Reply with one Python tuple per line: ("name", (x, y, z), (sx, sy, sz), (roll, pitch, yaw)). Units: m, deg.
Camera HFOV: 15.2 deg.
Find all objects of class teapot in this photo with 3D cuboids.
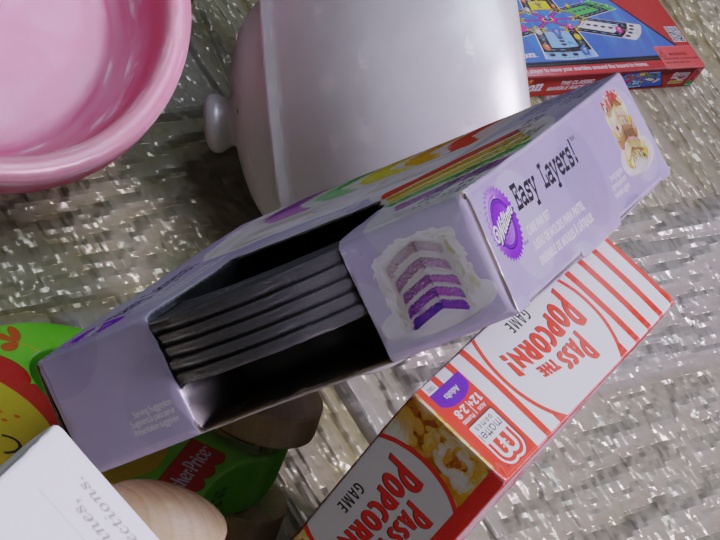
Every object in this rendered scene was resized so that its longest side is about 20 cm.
("teapot", (0.002, -0.070, 1.210), (0.145, 0.199, 0.200), (-7, 9, 1))

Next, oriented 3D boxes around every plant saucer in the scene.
("plant saucer", (-0.173, -0.119, 1.161), (0.199, 0.051, 0.202), (12, 62, -23))

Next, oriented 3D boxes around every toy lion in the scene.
("toy lion", (-0.131, 0.068, 1.016), (0.191, 0.069, 0.200), (24, 23, 8))

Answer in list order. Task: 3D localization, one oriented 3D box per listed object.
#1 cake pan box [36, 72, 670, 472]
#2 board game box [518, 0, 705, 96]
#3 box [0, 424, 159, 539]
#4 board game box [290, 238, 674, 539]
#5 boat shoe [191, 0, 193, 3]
("cake pan box", (0.000, 0.000, 0.985), (0.053, 0.183, 0.200), (64, 28, -6))
("board game box", (0.092, -0.139, 1.454), (0.199, 0.019, 0.103), (-7, 55, -43))
("box", (-0.102, 0.189, 0.752), (0.199, 0.131, 0.200), (49, 34, -3))
("board game box", (0.019, 0.088, 1.016), (0.046, 0.200, 0.151), (42, 38, 6))
("boat shoe", (-0.164, -0.182, 1.254), (0.199, 0.072, 0.065), (27, 23, -13))
